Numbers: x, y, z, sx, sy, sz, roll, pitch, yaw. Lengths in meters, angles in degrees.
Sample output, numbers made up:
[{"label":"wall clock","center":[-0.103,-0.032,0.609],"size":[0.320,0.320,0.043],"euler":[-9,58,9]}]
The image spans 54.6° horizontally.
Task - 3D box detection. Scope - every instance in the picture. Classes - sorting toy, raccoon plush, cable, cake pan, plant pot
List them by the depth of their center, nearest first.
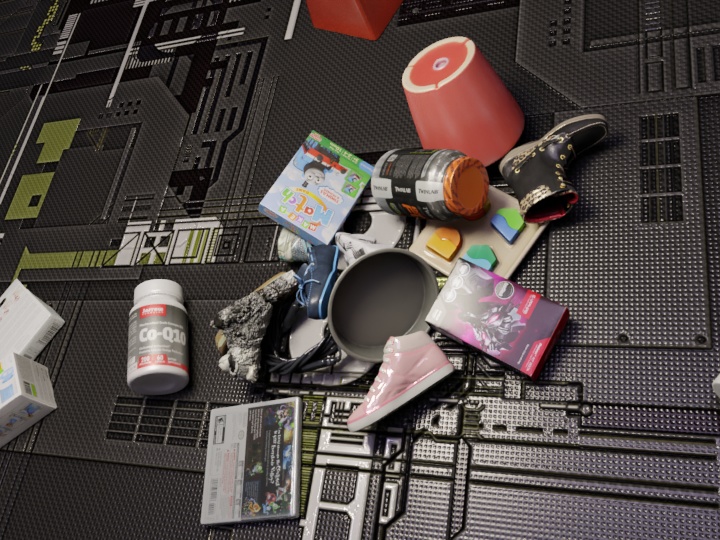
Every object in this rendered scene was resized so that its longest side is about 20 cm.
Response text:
[{"label":"cake pan","center":[0.036,0.055,1.160],"size":[0.200,0.201,0.037],"euler":[-42,27,-2]},{"label":"raccoon plush","center":[-0.170,0.107,1.227],"size":[0.199,0.097,0.135],"euler":[-33,87,6]},{"label":"sorting toy","center":[0.205,-0.066,1.231],"size":[0.199,0.037,0.186],"euler":[32,80,33]},{"label":"cable","center":[-0.107,0.104,1.247],"size":[0.198,0.051,0.165],"euler":[-19,62,33]},{"label":"plant pot","center":[0.175,-0.305,1.258],"size":[0.198,0.178,0.202],"euler":[-21,42,20]},{"label":"plant pot","center":[-0.020,-0.670,1.565],"size":[0.199,0.176,0.201],"euler":[24,75,31]}]

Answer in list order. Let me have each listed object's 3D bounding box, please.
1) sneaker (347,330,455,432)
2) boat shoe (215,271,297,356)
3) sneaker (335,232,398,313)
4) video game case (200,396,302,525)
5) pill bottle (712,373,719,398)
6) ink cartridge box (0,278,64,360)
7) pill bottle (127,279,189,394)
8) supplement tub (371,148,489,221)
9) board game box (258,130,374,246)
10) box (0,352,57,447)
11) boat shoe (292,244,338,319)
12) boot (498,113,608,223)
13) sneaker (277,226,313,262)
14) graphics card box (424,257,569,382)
[{"label":"sneaker","center":[0.047,0.174,1.136],"size":[0.199,0.075,0.105],"euler":[-33,78,-4]},{"label":"boat shoe","center":[-0.206,0.073,1.325],"size":[0.200,0.072,0.076],"euler":[-45,41,-5]},{"label":"sneaker","center":[0.000,0.000,1.256],"size":[0.200,0.074,0.116],"euler":[30,113,62]},{"label":"video game case","center":[-0.186,0.329,1.205],"size":[0.180,0.023,0.202],"euler":[-11,59,19]},{"label":"pill bottle","center":[0.572,0.107,0.930],"size":[0.200,0.114,0.114],"euler":[-46,56,-4]},{"label":"ink cartridge box","center":[-0.769,0.128,1.560],"size":[0.199,0.047,0.161],"euler":[30,79,38]},{"label":"pill bottle","center":[-0.390,0.126,1.346],"size":[0.113,0.114,0.202],"euler":[-18,58,14]},{"label":"supplement tub","center":[0.121,-0.152,1.228],"size":[0.199,0.122,0.123],"euler":[13,68,52]},{"label":"board game box","center":[-0.080,-0.156,1.341],"size":[0.150,0.037,0.201],"euler":[31,65,1]},{"label":"box","center":[-0.745,0.280,1.429],"size":[0.199,0.101,0.113],"euler":[-35,56,3]},{"label":"boat shoe","center":[-0.079,0.022,1.194],"size":[0.068,0.085,0.200],"euler":[6,25,1]},{"label":"boot","center":[0.342,-0.172,1.188],"size":[0.198,0.073,0.152],"euler":[-22,45,17]},{"label":"sneaker","center":[-0.096,-0.103,1.374],"size":[0.085,0.078,0.202],"euler":[12,70,8]},{"label":"graphics card box","center":[0.218,0.076,1.124],"size":[0.199,0.051,0.126],"euler":[27,82,26]}]
